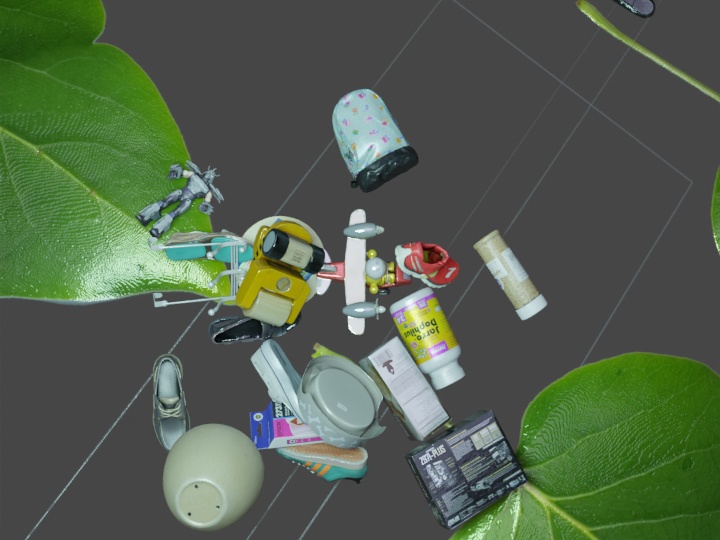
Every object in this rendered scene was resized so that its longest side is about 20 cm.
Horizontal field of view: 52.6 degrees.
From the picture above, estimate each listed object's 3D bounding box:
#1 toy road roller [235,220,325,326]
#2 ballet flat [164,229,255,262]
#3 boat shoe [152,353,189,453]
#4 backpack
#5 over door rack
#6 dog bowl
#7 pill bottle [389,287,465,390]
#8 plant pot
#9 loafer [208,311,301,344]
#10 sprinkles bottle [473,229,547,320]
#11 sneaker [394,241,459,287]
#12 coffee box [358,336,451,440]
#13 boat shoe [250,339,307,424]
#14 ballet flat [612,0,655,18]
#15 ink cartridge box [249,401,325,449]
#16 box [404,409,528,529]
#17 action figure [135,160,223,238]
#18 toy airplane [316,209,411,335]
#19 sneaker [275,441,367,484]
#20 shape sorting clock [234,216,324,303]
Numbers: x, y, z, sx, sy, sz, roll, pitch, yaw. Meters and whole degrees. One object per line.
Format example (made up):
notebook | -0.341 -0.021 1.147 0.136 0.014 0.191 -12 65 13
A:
toy road roller | -0.171 -0.005 1.475 0.122 0.146 0.202 22 102 -31
ballet flat | -0.311 -0.058 1.532 0.197 0.069 0.068 3 35 0
boat shoe | -0.387 0.267 1.462 0.073 0.073 0.203 -10 81 -10
backpack | 0.022 -0.295 1.602 0.165 0.127 0.202 -27 81 -9
over door rack | -0.331 0.014 1.485 0.197 0.067 0.150 1 120 -8
dog bowl | -0.040 0.265 1.454 0.199 0.200 0.059 39 118 0
pill bottle | 0.147 0.146 1.546 0.103 0.104 0.202 -25 84 -12
plant pot | -0.289 0.413 1.386 0.197 0.135 0.204 0 99 0
loafer | -0.216 0.120 1.512 0.197 0.063 0.073 -12 105 -7
sprinkles bottle | 0.332 0.009 1.617 0.068 0.068 0.201 -32 85 -12
sneaker | 0.159 -0.015 1.548 0.199 0.084 0.078 14 64 -48
coffee box | 0.090 0.247 1.514 0.079 0.114 0.201 -33 86 -15
boat shoe | -0.157 0.239 1.495 0.067 0.073 0.201 -41 62 15
ballet flat | 0.645 -0.693 1.813 0.200 0.057 0.067 43 104 6
ink cartridge box | -0.126 0.309 1.488 0.197 0.037 0.095 -6 42 -7
box | 0.217 0.410 1.514 0.198 0.086 0.165 -27 84 -12
action figure | -0.377 -0.152 1.548 0.130 0.069 0.200 44 74 7
toy airplane | 0.000 0.000 1.514 0.199 0.141 0.201 -43 99 -24
sneaker | -0.083 0.389 1.484 0.197 0.072 0.081 11 121 13
shape sorting clock | -0.172 -0.015 1.564 0.197 0.039 0.203 0 89 -5
